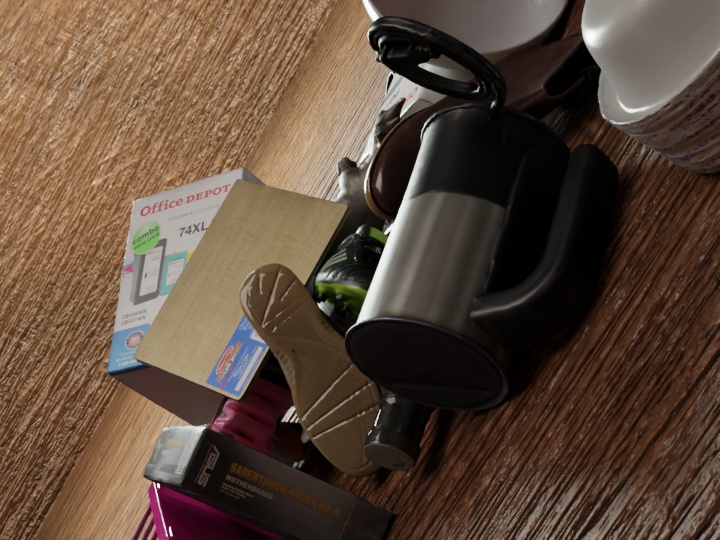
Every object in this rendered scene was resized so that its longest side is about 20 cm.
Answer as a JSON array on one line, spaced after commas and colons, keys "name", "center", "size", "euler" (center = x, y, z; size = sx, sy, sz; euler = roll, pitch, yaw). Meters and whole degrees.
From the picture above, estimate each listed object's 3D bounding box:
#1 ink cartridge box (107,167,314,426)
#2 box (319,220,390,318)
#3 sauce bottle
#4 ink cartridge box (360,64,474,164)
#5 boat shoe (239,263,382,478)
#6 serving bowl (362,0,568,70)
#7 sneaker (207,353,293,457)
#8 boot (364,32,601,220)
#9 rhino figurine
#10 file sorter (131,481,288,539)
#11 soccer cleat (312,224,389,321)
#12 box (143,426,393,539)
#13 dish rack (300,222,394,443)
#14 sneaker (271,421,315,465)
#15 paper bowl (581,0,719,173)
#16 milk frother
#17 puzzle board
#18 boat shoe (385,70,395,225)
[{"name": "ink cartridge box", "center": [-0.142, 0.029, 1.342], "size": [0.147, 0.146, 0.200], "euler": [-15, 56, 27]}, {"name": "box", "center": [-0.032, 0.027, 1.385], "size": [0.200, 0.035, 0.110], "euler": [-60, 29, 21]}, {"name": "sauce bottle", "center": [0.051, 0.056, 1.009], "size": [0.066, 0.066, 0.200], "euler": [-42, 25, 58]}, {"name": "ink cartridge box", "center": [0.089, -0.194, 1.344], "size": [0.147, 0.083, 0.200], "euler": [-44, 22, 57]}, {"name": "boat shoe", "center": [-0.030, 0.083, 1.100], "size": [0.072, 0.200, 0.065], "euler": [-38, -23, 6]}, {"name": "serving bowl", "center": [0.095, -0.261, 1.256], "size": [0.066, 0.200, 0.200], "euler": [96, -167, -59]}, {"name": "sneaker", "center": [-0.097, 0.121, 1.219], "size": [0.200, 0.079, 0.095], "euler": [-60, 11, -20]}, {"name": "boot", "center": [0.101, -0.124, 1.068], "size": [0.200, 0.072, 0.166], "euler": [-42, 8, -24]}, {"name": "rhino figurine", "center": [0.004, -0.072, 1.265], "size": [0.200, 0.060, 0.087], "euler": [-65, 17, 17]}, {"name": "file sorter", "center": [-0.125, 0.272, 1.087], "size": [0.126, 0.139, 0.200], "euler": [-65, 12, -2]}, {"name": "soccer cleat", "center": [0.000, 0.000, 1.133], "size": [0.081, 0.067, 0.200], "euler": [-60, 9, -4]}, {"name": "box", "center": [-0.080, 0.175, 1.055], "size": [0.048, 0.158, 0.200], "euler": [-67, 12, -12]}, {"name": "dish rack", "center": [0.007, 0.060, 1.223], "size": [0.172, 0.044, 0.200], "euler": [-58, 13, 22]}, {"name": "sneaker", "center": [-0.093, 0.196, 1.319], "size": [0.200, 0.076, 0.092], "euler": [157, 118, -67]}, {"name": "paper bowl", "center": [0.204, -0.165, 0.763], "size": [0.201, 0.104, 0.201], "euler": [-57, 12, 19]}, {"name": "milk frother", "center": [0.051, -0.041, 0.897], "size": [0.180, 0.200, 0.188], "euler": [-36, 29, 56]}, {"name": "puzzle board", "center": [-0.107, 0.015, 1.213], "size": [0.151, 0.017, 0.200], "euler": [16, 71, 41]}, {"name": "boat shoe", "center": [0.040, -0.129, 1.422], "size": [0.075, 0.062, 0.200], "euler": [132, 152, -64]}]
